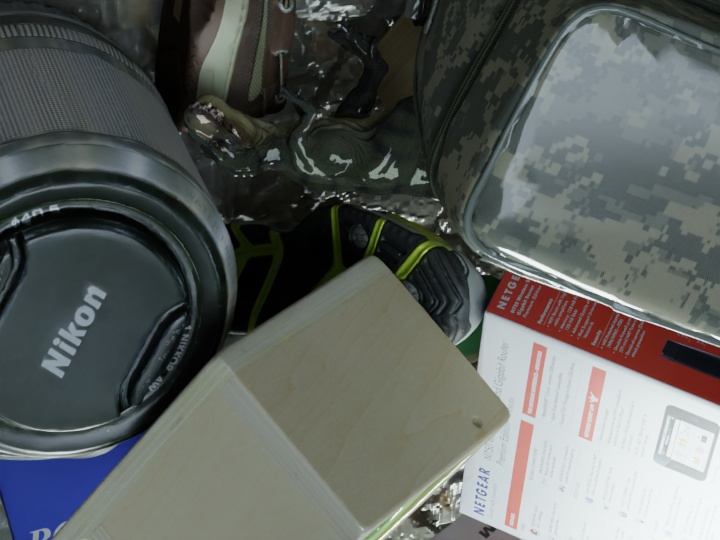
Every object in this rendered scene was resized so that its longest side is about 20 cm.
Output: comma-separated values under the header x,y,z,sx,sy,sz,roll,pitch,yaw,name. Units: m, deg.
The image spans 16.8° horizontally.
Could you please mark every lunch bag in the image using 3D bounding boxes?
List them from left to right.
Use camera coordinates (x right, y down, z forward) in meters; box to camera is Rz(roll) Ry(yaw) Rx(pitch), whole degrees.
x,y,z,sx,sy,sz,roll,pitch,yaw,name
0.124,-0.071,1.111,0.199,0.168,0.140,18,109,-20,lunch bag

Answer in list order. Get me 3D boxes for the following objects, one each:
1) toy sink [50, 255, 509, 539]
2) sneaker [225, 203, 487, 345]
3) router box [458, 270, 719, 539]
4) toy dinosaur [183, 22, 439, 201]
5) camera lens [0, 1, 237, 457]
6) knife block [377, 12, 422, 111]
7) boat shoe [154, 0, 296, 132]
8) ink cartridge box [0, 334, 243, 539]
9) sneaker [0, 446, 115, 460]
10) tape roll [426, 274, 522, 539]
x,y,z,sx,sy,sz,roll,pitch,yaw,name
-0.044,0.110,1.153,0.112,0.130,0.200,49,129,7,toy sink
0.000,0.000,1.227,0.076,0.199,0.076,-6,99,-38,sneaker
0.144,0.089,1.207,0.179,0.049,0.200,23,148,12,router box
0.016,-0.071,1.184,0.199,0.047,0.089,13,76,-3,toy dinosaur
-0.152,-0.021,1.144,0.159,0.200,0.161,-8,121,-14,camera lens
0.098,-0.162,1.202,0.199,0.064,0.176,-17,140,-8,knife block
-0.048,-0.161,1.182,0.074,0.075,0.203,-3,130,-23,boat shoe
-0.101,0.084,1.314,0.199,0.044,0.095,-16,121,-9,ink cartridge box
-0.211,0.049,1.214,0.199,0.079,0.076,11,97,-4,sneaker
0.044,0.102,1.336,0.199,0.048,0.202,-18,123,-30,tape roll
